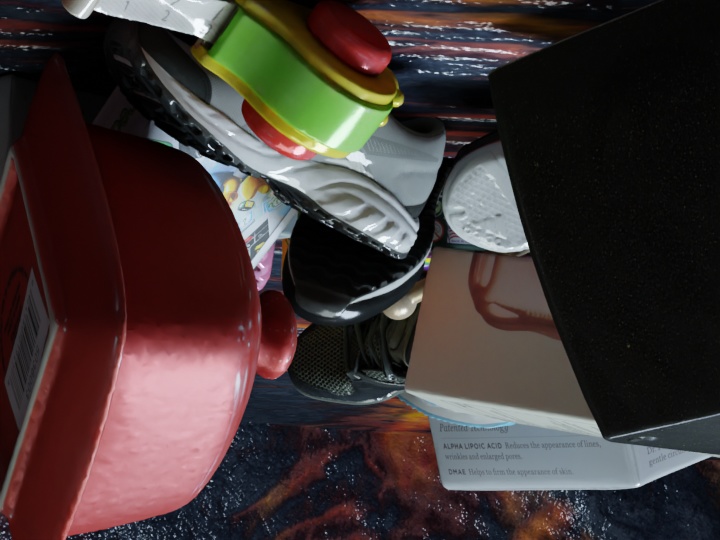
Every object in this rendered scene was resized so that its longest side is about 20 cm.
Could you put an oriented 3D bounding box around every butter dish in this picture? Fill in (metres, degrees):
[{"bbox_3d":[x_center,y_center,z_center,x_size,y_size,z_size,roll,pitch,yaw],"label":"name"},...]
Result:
[{"bbox_3d":[-0.102,0.029,1.108,0.147,0.200,0.200,4,132,-23],"label":"butter dish"}]

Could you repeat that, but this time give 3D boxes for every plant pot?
[{"bbox_3d":[0.196,-0.013,1.018,0.199,0.178,0.200,9,162,-37],"label":"plant pot"}]

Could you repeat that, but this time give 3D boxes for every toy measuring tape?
[{"bbox_3d":[-0.041,-0.088,0.990,0.073,0.074,0.200,-4,172,36],"label":"toy measuring tape"}]

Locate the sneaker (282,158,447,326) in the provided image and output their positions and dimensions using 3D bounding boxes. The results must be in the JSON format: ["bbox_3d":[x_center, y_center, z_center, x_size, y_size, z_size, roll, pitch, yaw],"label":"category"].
[{"bbox_3d":[0.000,0.000,1.236,0.070,0.090,0.200,18,-152,5],"label":"sneaker"}]

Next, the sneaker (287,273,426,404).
[{"bbox_3d":[0.020,0.042,1.476,0.199,0.076,0.114,-6,168,33],"label":"sneaker"}]

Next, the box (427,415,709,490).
[{"bbox_3d":[0.179,0.070,1.637,0.199,0.131,0.200,-15,-174,-40],"label":"box"}]

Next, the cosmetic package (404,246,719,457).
[{"bbox_3d":[0.138,0.046,1.245,0.200,0.088,0.103,7,173,32],"label":"cosmetic package"}]

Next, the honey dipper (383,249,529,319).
[{"bbox_3d":[0.096,-0.017,1.339,0.200,0.038,0.038,-25,160,26],"label":"honey dipper"}]

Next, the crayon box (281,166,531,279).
[{"bbox_3d":[0.063,-0.025,1.456,0.199,0.058,0.173,4,173,-12],"label":"crayon box"}]

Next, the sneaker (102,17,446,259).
[{"bbox_3d":[-0.040,-0.079,1.107,0.200,0.079,0.074,28,179,-36],"label":"sneaker"}]

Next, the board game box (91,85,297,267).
[{"bbox_3d":[-0.106,-0.027,1.214,0.126,0.035,0.200,8,135,-36],"label":"board game box"}]

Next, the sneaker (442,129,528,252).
[{"bbox_3d":[0.139,-0.064,1.206,0.199,0.077,0.082,-5,-156,-1],"label":"sneaker"}]

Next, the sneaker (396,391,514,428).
[{"bbox_3d":[0.049,0.040,1.561,0.200,0.081,0.076,33,-147,33],"label":"sneaker"}]

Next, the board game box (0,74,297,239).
[{"bbox_3d":[-0.157,-0.054,1.301,0.200,0.064,0.147,8,169,-42],"label":"board game box"}]

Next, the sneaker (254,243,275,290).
[{"bbox_3d":[-0.104,-0.031,1.450,0.095,0.079,0.200,16,167,-12],"label":"sneaker"}]
